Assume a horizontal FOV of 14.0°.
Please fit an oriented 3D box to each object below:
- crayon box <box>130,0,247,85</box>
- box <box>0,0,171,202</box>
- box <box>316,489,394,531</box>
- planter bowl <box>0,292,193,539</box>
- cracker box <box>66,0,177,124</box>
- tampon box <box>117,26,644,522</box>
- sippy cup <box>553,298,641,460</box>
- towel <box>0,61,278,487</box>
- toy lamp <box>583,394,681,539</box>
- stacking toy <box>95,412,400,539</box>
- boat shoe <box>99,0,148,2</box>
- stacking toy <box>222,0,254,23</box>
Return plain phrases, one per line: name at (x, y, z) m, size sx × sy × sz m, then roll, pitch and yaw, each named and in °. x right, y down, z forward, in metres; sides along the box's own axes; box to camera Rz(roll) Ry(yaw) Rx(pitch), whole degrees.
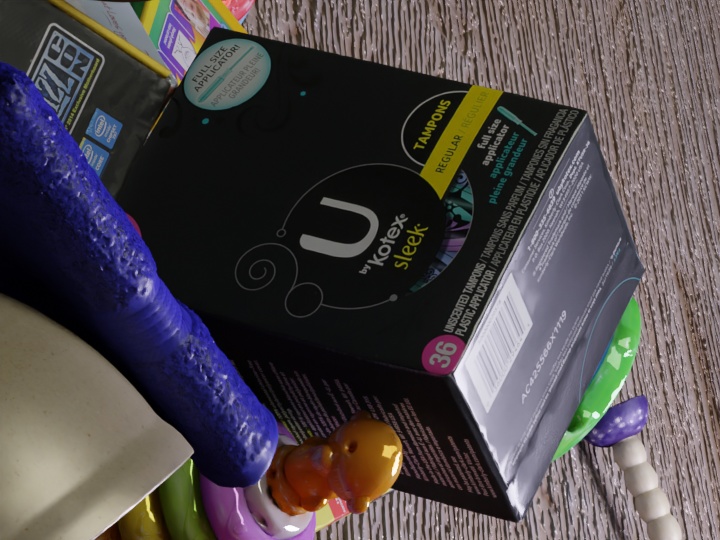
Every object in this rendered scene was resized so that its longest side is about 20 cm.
crayon box at (-0.099, -0.066, 1.486) m, size 0.119 × 0.058 × 0.200 m, roll 50°, pitch 27°, yaw -26°
box at (-0.185, -0.032, 1.230) m, size 0.159 × 0.049 × 0.201 m, roll 33°, pitch 76°, yaw -40°
box at (-0.046, 0.117, 1.470) m, size 0.050 × 0.075 × 0.200 m, roll 64°, pitch 24°, yaw 4°
planter bowl at (-0.182, 0.076, 1.115) m, size 0.135 × 0.200 × 0.200 m, roll 53°, pitch 25°, yaw -1°
cracker box at (-0.197, -0.119, 1.325) m, size 0.199 × 0.058 × 0.134 m, roll 7°, pitch 38°, yaw -39°
tampon box at (0.000, 0.000, 1.318) m, size 0.150 × 0.199 × 0.126 m, roll -62°, pitch 150°, yaw -26°
sippy cup at (0.075, 0.031, 1.741) m, size 0.130 × 0.178 × 0.140 m, roll 38°, pitch 77°, yaw -24°
towel at (-0.116, -0.008, 1.163) m, size 0.050 × 0.147 × 0.200 m, roll -45°, pitch 121°, yaw -20°
toy lamp at (0.202, 0.184, 1.912) m, size 0.058 × 0.058 × 0.201 m, roll -3°, pitch 65°, yaw -63°
stacking toy at (-0.063, 0.099, 1.278) m, size 0.110 × 0.199 × 0.117 m, roll 34°, pitch 48°, yaw -45°
boat shoe at (-0.167, -0.176, 1.306) m, size 0.199 × 0.072 × 0.072 m, roll 16°, pitch 16°, yaw -2°
stacking toy at (-0.070, -0.209, 1.572) m, size 0.116 × 0.200 × 0.110 m, roll 38°, pitch 49°, yaw -10°
